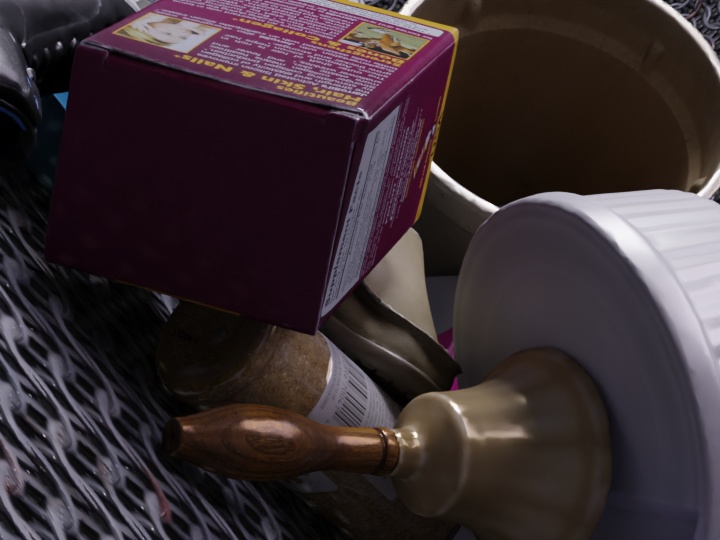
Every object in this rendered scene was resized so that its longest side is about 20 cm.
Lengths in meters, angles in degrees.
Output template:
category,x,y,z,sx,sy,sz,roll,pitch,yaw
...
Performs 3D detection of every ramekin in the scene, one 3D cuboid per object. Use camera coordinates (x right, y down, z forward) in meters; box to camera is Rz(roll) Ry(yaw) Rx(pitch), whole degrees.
category,x,y,z,sx,sy,sz,roll,pitch,yaw
ramekin,0.135,0.055,1.139,0.202,0.094,0.203,36,-47,49

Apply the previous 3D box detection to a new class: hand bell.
category,x,y,z,sx,sy,sz,roll,pitch,yaw
hand bell,0.003,0.078,1.054,0.199,0.104,0.104,7,35,-37

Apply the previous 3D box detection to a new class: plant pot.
category,x,y,z,sx,sy,sz,roll,pitch,yaw
plant pot,0.094,-0.041,1.374,0.201,0.200,0.184,54,-30,27

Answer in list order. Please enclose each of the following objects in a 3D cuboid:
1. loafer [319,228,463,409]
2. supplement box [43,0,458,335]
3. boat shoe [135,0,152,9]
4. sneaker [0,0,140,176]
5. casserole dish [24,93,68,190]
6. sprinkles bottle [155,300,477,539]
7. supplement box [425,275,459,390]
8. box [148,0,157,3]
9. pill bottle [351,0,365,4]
category,x,y,z,sx,sy,sz,roll,pitch,yaw
loafer,0.000,0.000,1.209,0.076,0.067,0.200,42,4,-39
supplement box,-0.043,-0.060,1.094,0.130,0.104,0.200,16,19,10
boat shoe,-0.128,-0.109,1.406,0.069,0.072,0.200,45,-2,-12
sneaker,-0.151,-0.081,1.037,0.200,0.073,0.112,11,41,-52
casserole dish,-0.170,-0.104,1.191,0.200,0.039,0.121,53,9,7
sprinkles bottle,-0.013,0.078,1.137,0.200,0.068,0.068,45,9,-41
supplement box,0.082,0.104,1.332,0.103,0.101,0.200,-2,-44,53
box,-0.137,-0.210,1.680,0.152,0.106,0.200,49,7,-18
pill bottle,-0.052,-0.139,1.340,0.113,0.113,0.200,46,23,-36
